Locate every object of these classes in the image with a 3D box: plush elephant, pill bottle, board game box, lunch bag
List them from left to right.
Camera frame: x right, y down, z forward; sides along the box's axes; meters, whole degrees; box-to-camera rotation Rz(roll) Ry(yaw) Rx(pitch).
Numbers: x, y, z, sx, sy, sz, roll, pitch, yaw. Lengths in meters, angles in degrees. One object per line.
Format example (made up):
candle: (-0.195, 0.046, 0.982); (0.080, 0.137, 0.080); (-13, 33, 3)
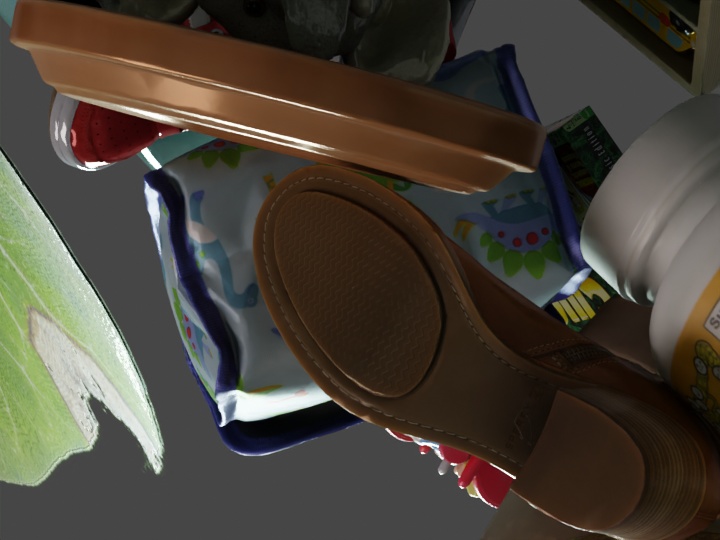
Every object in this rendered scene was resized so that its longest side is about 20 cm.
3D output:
plush elephant: (-0.019, -0.142, 0.952); (0.200, 0.164, 0.156); (-131, 46, -75)
lunch bag: (0.000, 0.000, 1.132); (0.200, 0.169, 0.128); (113, 139, -80)
board game box: (0.049, 0.091, 1.346); (0.157, 0.039, 0.200); (29, 175, 4)
board game box: (0.092, -0.014, 1.227); (0.105, 0.023, 0.200); (53, 162, -5)
pill bottle: (0.178, 0.026, 0.949); (0.200, 0.113, 0.113); (43, 159, 26)

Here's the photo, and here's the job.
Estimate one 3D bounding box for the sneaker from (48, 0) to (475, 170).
sneaker: (-0.034, -0.095, 1.117); (0.112, 0.200, 0.071); (31, 148, 32)

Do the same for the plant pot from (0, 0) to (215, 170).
plant pot: (-0.102, -0.141, 1.297); (0.141, 0.141, 0.200); (43, 166, 28)

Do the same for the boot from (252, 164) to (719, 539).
boot: (0.061, 0.034, 0.996); (0.199, 0.077, 0.155); (32, -171, 23)

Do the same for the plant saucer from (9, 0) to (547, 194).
plant saucer: (-0.032, -0.061, 0.943); (0.199, 0.033, 0.200); (14, 180, 0)

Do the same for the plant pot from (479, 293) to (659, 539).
plant pot: (0.128, 0.139, 1.138); (0.200, 0.175, 0.200); (40, 164, 14)

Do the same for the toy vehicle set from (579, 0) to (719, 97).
toy vehicle set: (0.074, -0.167, 0.990); (0.200, 0.026, 0.125); (44, 159, 26)

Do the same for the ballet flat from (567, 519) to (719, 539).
ballet flat: (0.156, 0.127, 1.015); (0.199, 0.071, 0.071); (2, 132, 33)
